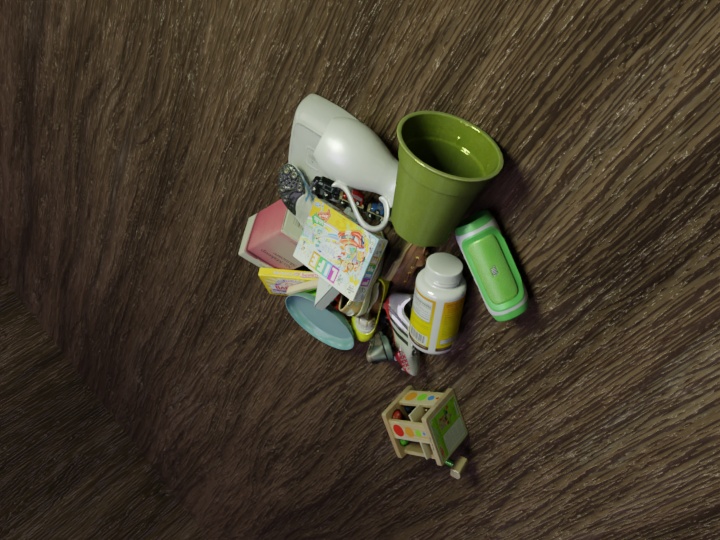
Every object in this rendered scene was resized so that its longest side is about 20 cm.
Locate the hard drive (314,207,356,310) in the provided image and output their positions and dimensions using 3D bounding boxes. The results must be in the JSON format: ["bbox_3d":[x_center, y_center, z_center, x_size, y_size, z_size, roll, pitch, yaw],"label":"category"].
[{"bbox_3d":[-0.054,-0.030,1.525,0.026,0.204,0.132,20,143,-20],"label":"hard drive"}]

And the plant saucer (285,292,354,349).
[{"bbox_3d":[-0.093,0.117,1.643,0.197,0.028,0.202,28,153,15],"label":"plant saucer"}]

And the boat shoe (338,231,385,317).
[{"bbox_3d":[0.000,0.000,1.501,0.071,0.075,0.206,10,85,47],"label":"boat shoe"}]

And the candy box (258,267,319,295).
[{"bbox_3d":[-0.145,0.034,1.679,0.194,0.027,0.103,5,149,15],"label":"candy box"}]

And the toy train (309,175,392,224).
[{"bbox_3d":[-0.014,-0.150,1.457,0.196,0.034,0.046,24,119,-10],"label":"toy train"}]

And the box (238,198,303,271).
[{"bbox_3d":[-0.180,-0.081,1.624,0.126,0.111,0.198,30,148,-30],"label":"box"}]

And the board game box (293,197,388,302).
[{"bbox_3d":[-0.045,-0.045,1.403,0.198,0.034,0.137,34,107,37],"label":"board game box"}]

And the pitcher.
[{"bbox_3d":[-0.002,-0.190,1.342,0.197,0.174,0.121,31,169,-6],"label":"pitcher"}]

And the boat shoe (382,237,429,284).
[{"bbox_3d":[0.116,-0.047,1.446,0.066,0.073,0.202,21,129,-13],"label":"boat shoe"}]

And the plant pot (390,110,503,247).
[{"bbox_3d":[0.134,-0.151,1.248,0.198,0.199,0.193,37,134,19],"label":"plant pot"}]

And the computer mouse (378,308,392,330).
[{"bbox_3d":[0.059,0.135,1.632,0.201,0.034,0.059,49,137,7],"label":"computer mouse"}]

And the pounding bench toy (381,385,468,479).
[{"bbox_3d":[0.159,0.398,1.637,0.154,0.124,0.204,-5,112,44],"label":"pounding bench toy"}]

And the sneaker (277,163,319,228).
[{"bbox_3d":[-0.119,-0.147,1.513,0.070,0.073,0.203,-18,113,24],"label":"sneaker"}]

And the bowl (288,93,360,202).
[{"bbox_3d":[-0.080,-0.253,1.485,0.198,0.074,0.203,35,135,20],"label":"bowl"}]

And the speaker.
[{"bbox_3d":[0.254,-0.009,1.318,0.087,0.088,0.204,-16,104,47],"label":"speaker"}]

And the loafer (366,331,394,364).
[{"bbox_3d":[0.037,0.184,1.588,0.200,0.061,0.074,110,140,-84],"label":"loafer"}]

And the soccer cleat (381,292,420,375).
[{"bbox_3d":[0.112,0.146,1.562,0.083,0.068,0.205,-9,103,34],"label":"soccer cleat"}]

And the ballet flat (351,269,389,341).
[{"bbox_3d":[0.019,0.087,1.575,0.065,0.067,0.204,18,115,2],"label":"ballet flat"}]

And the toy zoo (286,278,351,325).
[{"bbox_3d":[-0.073,0.093,1.673,0.129,0.021,0.199,-14,135,44],"label":"toy zoo"}]

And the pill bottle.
[{"bbox_3d":[0.163,0.068,1.434,0.108,0.109,0.204,27,131,27],"label":"pill bottle"}]
